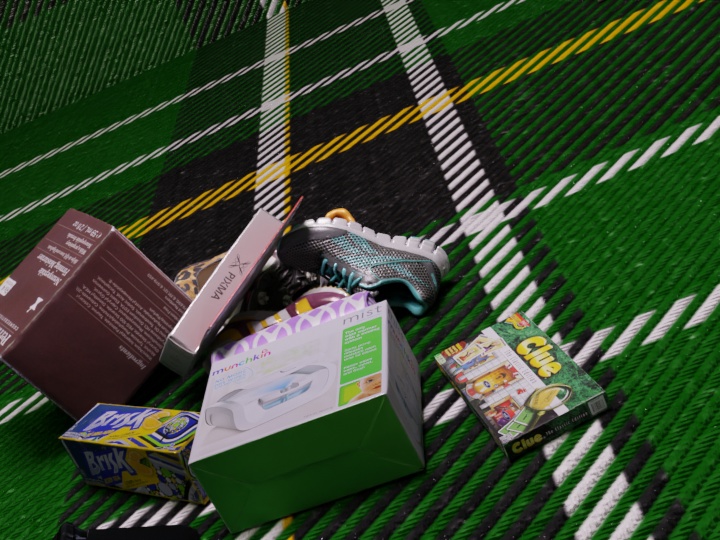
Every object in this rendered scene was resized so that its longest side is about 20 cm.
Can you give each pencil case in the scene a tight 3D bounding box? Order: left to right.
[{"bbox_3d":[-0.060,0.091,1.265,0.200,0.086,0.084,-19,31,9],"label":"pencil case"}]

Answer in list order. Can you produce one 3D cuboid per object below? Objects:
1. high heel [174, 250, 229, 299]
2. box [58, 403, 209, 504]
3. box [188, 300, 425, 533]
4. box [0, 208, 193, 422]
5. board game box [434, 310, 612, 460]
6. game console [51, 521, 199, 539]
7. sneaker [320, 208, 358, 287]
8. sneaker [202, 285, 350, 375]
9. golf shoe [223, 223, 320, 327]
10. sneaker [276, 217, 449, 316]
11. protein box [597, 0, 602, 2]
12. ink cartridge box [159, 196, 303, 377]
[{"bbox_3d":[-0.165,0.008,1.556,0.143,0.071,0.200,-19,17,20],"label":"high heel"},{"bbox_3d":[-0.224,0.189,1.235,0.200,0.070,0.064,-2,31,41],"label":"box"},{"bbox_3d":[-0.046,0.139,1.141,0.200,0.097,0.176,-20,26,12],"label":"box"},{"bbox_3d":[-0.336,0.059,1.434,0.200,0.164,0.166,-51,32,-13],"label":"box"},{"bbox_3d":[0.148,0.104,1.118,0.105,0.023,0.200,-25,23,-6],"label":"board game box"},{"bbox_3d":[-0.231,0.319,1.036,0.176,0.116,0.200,-54,21,9],"label":"game console"},{"bbox_3d":[-0.022,-0.008,1.447,0.078,0.077,0.200,-20,26,5],"label":"sneaker"},{"bbox_3d":[-0.088,0.080,1.337,0.200,0.075,0.090,-19,22,35],"label":"sneaker"},{"bbox_3d":[-0.107,0.005,1.509,0.088,0.077,0.200,-14,24,40],"label":"golf shoe"},{"bbox_3d":[0.000,0.000,1.339,0.200,0.078,0.091,9,47,3],"label":"sneaker"},{"bbox_3d":[0.448,-0.620,2.124,0.135,0.199,0.200,-20,24,12],"label":"protein box"},{"bbox_3d":[-0.149,0.011,1.342,0.200,0.044,0.174,-57,0,-28],"label":"ink cartridge box"}]
